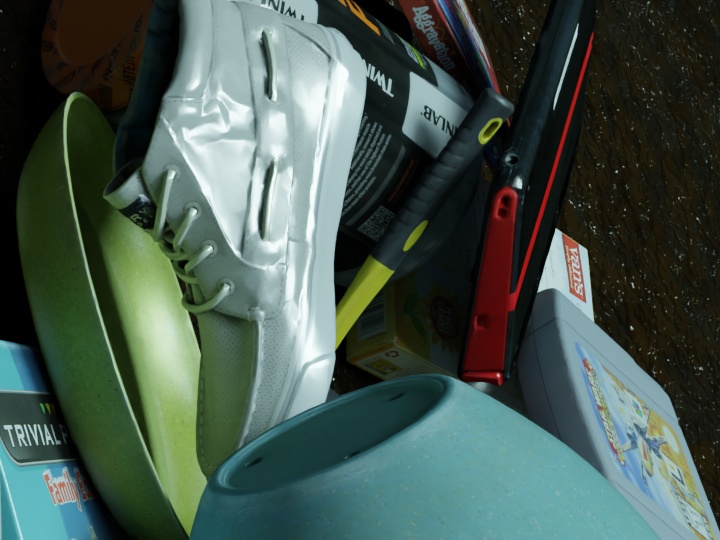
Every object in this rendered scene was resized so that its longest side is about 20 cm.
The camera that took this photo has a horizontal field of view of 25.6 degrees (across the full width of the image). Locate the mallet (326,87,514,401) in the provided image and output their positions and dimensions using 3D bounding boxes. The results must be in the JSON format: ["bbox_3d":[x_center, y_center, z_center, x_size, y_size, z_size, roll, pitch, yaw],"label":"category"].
[{"bbox_3d":[0.000,0.000,0.724,0.066,0.201,0.041,15,21,-49],"label":"mallet"}]

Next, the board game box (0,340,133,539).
[{"bbox_3d":[-0.106,0.127,0.551,0.151,0.047,0.201,52,21,-83],"label":"board game box"}]

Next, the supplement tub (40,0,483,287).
[{"bbox_3d":[-0.044,-0.081,0.748,0.200,0.122,0.123,30,49,-42],"label":"supplement tub"}]

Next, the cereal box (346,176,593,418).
[{"bbox_3d":[0.069,0.017,0.915,0.200,0.039,0.145,31,48,-41],"label":"cereal box"}]

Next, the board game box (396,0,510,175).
[{"bbox_3d":[0.048,-0.137,0.883,0.200,0.019,0.103,52,21,-57],"label":"board game box"}]

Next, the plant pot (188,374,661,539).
[{"bbox_3d":[0.015,0.116,0.544,0.200,0.199,0.135,-35,106,-55],"label":"plant pot"}]

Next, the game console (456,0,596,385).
[{"bbox_3d":[0.088,-0.057,0.820,0.177,0.031,0.201,87,19,-52],"label":"game console"}]

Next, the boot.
[{"bbox_3d":[-0.061,-0.011,0.621,0.095,0.073,0.201,16,74,-33],"label":"boot"}]

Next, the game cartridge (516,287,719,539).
[{"bbox_3d":[0.140,0.103,0.846,0.133,0.041,0.201,44,23,-36],"label":"game cartridge"}]

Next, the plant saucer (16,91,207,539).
[{"bbox_3d":[-0.094,0.029,0.630,0.200,0.031,0.201,-17,90,-89],"label":"plant saucer"}]

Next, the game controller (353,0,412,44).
[{"bbox_3d":[-0.035,-0.147,0.854,0.200,0.042,0.105,30,35,-41],"label":"game controller"}]
